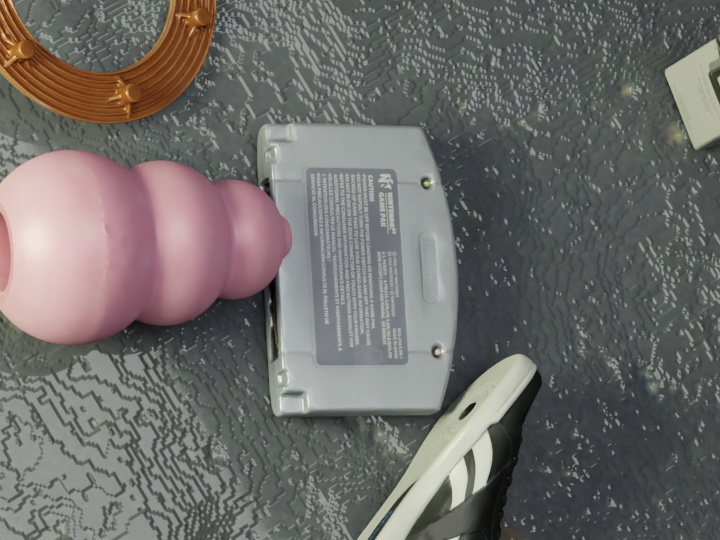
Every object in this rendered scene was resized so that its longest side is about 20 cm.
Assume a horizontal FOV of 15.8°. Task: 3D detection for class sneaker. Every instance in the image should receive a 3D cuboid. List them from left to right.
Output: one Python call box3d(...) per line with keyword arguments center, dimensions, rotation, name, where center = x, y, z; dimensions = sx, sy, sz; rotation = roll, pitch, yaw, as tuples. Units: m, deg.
box3d(center=(0.082, 0.163, 1.738), dimensions=(0.112, 0.073, 0.200), rotation=(40, 77, -11), name="sneaker")

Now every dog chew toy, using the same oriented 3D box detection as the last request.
box3d(center=(-0.139, -0.017, 1.669), dimensions=(0.200, 0.125, 0.125), rotation=(-4, 80, -27), name="dog chew toy")

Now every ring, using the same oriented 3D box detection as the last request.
box3d(center=(-0.176, -0.196, 1.714), dimensions=(0.200, 0.019, 0.201), rotation=(9, 75, -37), name="ring")

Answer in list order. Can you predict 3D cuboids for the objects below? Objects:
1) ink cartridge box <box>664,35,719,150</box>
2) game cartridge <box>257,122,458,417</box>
box3d(center=(0.313, -0.152, 1.812), dimensions=(0.116, 0.200, 0.068), rotation=(-18, 85, -22), name="ink cartridge box")
box3d(center=(0.000, 0.000, 1.757), dimensions=(0.133, 0.041, 0.200), rotation=(0, 79, -16), name="game cartridge")
